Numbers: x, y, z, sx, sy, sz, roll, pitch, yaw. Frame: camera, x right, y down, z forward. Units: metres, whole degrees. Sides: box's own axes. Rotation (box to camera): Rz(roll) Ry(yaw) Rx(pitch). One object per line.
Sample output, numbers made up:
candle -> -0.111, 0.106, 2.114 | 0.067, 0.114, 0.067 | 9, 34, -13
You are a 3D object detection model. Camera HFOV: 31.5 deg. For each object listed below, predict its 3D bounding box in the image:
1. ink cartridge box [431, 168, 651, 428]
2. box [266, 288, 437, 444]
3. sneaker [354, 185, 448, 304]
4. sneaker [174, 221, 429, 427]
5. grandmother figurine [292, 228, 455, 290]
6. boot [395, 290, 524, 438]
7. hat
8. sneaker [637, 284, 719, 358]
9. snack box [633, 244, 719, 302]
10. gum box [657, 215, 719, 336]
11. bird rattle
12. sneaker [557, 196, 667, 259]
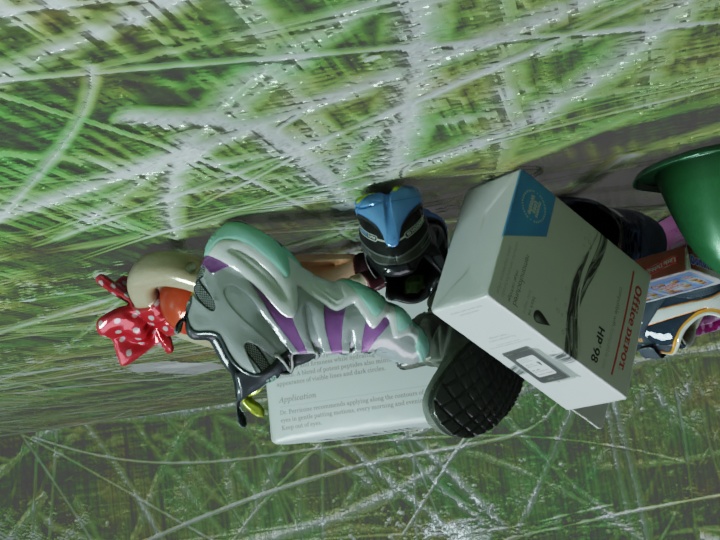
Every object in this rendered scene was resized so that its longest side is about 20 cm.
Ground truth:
ink cartridge box -> 0.159, 0.027, 1.000 | 0.199, 0.117, 0.066 | 35, 148, -27
box -> 0.015, 0.089, 1.372 | 0.196, 0.174, 0.200 | -10, 172, 14
sneaker -> 0.033, -0.012, 1.027 | 0.070, 0.084, 0.200 | -9, 172, 8
sneaker -> -0.054, 0.066, 1.016 | 0.198, 0.141, 0.078 | 26, 168, -3
grandmother figurine -> 0.000, 0.000, 1.188 | 0.197, 0.061, 0.122 | -12, -162, 12
boot -> 0.078, 0.074, 1.077 | 0.129, 0.068, 0.200 | -13, -155, 42
hat -> 0.307, -0.002, 1.009 | 0.164, 0.179, 0.199 | -13, 170, 32
sneaker -> 0.266, 0.050, 1.215 | 0.199, 0.080, 0.078 | -31, -178, 39
snack box -> 0.212, 0.019, 1.119 | 0.198, 0.025, 0.071 | -18, 160, 37
gum box -> 0.336, 0.008, 1.320 | 0.065, 0.116, 0.200 | -6, 171, -11
bird rattle -> -0.144, 0.029, 1.121 | 0.198, 0.113, 0.164 | 24, 151, 11
sneaker -> 0.215, -0.026, 1.123 | 0.198, 0.076, 0.084 | -2, 174, -35
